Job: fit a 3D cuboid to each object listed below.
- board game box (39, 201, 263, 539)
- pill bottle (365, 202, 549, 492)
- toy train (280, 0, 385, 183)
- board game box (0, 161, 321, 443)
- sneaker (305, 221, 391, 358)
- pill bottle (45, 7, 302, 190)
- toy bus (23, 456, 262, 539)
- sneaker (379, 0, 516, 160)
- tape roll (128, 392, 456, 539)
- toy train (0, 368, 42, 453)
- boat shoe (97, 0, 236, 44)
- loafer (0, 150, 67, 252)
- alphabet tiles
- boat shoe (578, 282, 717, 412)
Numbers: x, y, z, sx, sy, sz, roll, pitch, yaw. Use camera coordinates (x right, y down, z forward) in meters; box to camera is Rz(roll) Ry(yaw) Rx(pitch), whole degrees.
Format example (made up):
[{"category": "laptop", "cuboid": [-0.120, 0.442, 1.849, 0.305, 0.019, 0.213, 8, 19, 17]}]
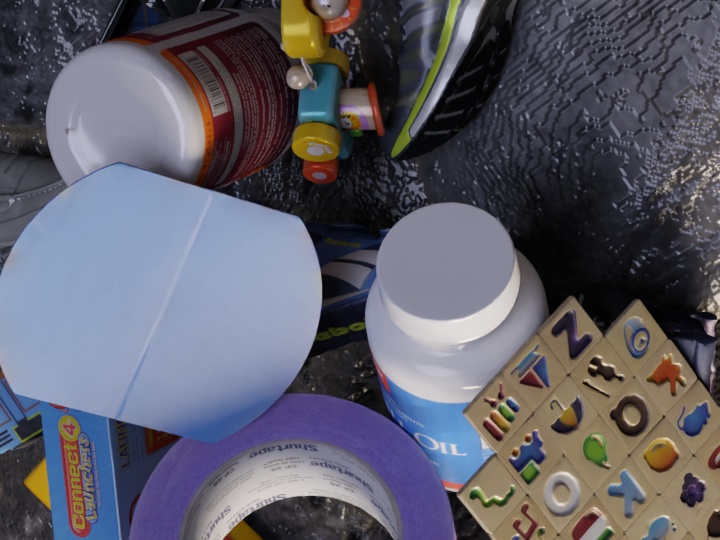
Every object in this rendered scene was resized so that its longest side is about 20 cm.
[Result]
[{"category": "board game box", "cuboid": [-0.129, 0.072, 1.579, 0.056, 0.196, 0.201, 5, 106, 31]}, {"category": "pill bottle", "cuboid": [0.062, 0.045, 1.465, 0.112, 0.112, 0.200, 21, 154, 21]}, {"category": "toy train", "cuboid": [-0.010, -0.158, 1.496, 0.055, 0.150, 0.201, -1, 112, 14]}, {"category": "board game box", "cuboid": [-0.123, 0.014, 1.446, 0.199, 0.039, 0.158, 16, 109, -23]}, {"category": "sneaker", "cuboid": [0.000, 0.000, 1.554, 0.199, 0.074, 0.083, -12, 60, 9]}, {"category": "pill bottle", "cuboid": [-0.102, -0.105, 1.512, 0.109, 0.200, 0.110, 8, 108, 25]}, {"category": "toy bus", "cuboid": [-0.133, 0.184, 1.668, 0.200, 0.078, 0.065, 44, 121, -2]}, {"category": "sneaker", "cuboid": [0.051, -0.164, 1.499, 0.081, 0.074, 0.201, 29, 109, 25]}, {"category": "tape roll", "cuboid": [-0.039, 0.183, 1.481, 0.200, 0.200, 0.085, 26, 158, 19]}, {"category": "toy train", "cuboid": [-0.206, 0.041, 1.681, 0.200, 0.087, 0.114, -31, 98, 29]}, {"category": "boat shoe", "cuboid": [-0.124, -0.182, 1.583, 0.069, 0.057, 0.200, 37, 119, 18]}, {"category": "loafer", "cuboid": [-0.244, -0.053, 1.679, 0.200, 0.070, 0.070, -21, 103, 31]}, {"category": "alphabet tiles", "cuboid": [0.149, 0.121, 1.428, 0.200, 0.166, 0.006, 51, 160, -21]}, {"category": "boat shoe", "cuboid": [0.172, 0.107, 1.508, 0.092, 0.075, 0.201, 8, 121, 7]}]
